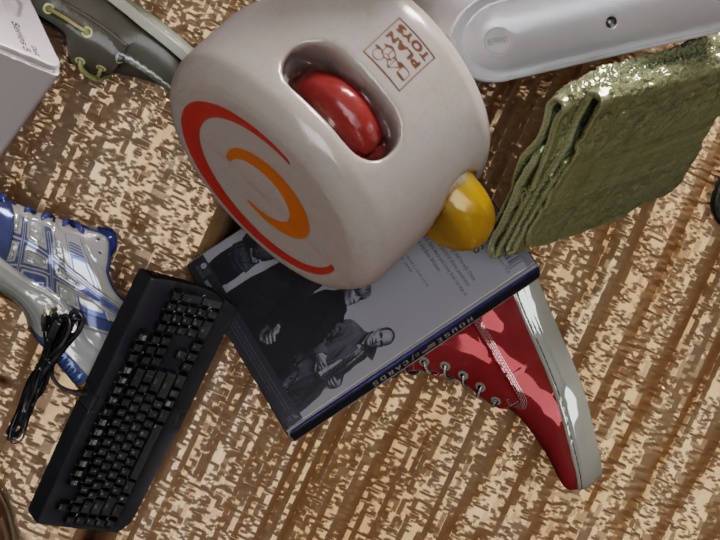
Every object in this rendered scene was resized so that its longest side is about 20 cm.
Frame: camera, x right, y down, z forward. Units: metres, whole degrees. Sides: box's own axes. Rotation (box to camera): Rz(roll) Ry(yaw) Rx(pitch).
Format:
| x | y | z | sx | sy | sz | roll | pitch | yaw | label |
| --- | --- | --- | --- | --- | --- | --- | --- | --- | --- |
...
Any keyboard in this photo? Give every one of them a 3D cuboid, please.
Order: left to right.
| x | y | z | sx | sy | sz | roll | pitch | yaw | label |
| --- | --- | --- | --- | --- | --- | --- | --- | --- | --- |
| -0.172 | 0.088 | 1.104 | 0.126 | 0.021 | 0.201 | 16 | 111 | -30 | keyboard |

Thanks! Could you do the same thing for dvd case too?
| x | y | z | sx | sy | sz | roll | pitch | yaw | label |
| --- | --- | --- | --- | --- | --- | --- | --- | --- | --- |
| 0.000 | 0.000 | 1.123 | 0.199 | 0.025 | 0.151 | -33 | 63 | -2 | dvd case |

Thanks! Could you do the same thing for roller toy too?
| x | y | z | sx | sy | sz | roll | pitch | yaw | label |
| --- | --- | --- | --- | --- | --- | --- | --- | --- | --- |
| -0.014 | -0.095 | 1.046 | 0.140 | 0.199 | 0.183 | -44 | 138 | -21 | roller toy |

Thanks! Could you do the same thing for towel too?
| x | y | z | sx | sy | sz | roll | pitch | yaw | label |
| --- | --- | --- | --- | --- | --- | --- | --- | --- | --- |
| 0.170 | -0.086 | 1.079 | 0.199 | 0.149 | 0.037 | -21 | 59 | -39 | towel |

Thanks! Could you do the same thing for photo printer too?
| x | y | z | sx | sy | sz | roll | pitch | yaw | label |
| --- | --- | --- | --- | --- | --- | --- | --- | --- | --- |
| 0.127 | -0.185 | 1.089 | 0.198 | 0.167 | 0.070 | -13 | 114 | -3 | photo printer |

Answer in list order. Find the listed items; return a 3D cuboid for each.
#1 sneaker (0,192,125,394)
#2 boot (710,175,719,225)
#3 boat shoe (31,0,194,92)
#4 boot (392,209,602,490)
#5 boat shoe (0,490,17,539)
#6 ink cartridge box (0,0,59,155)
| x | y | z | sx | sy | sz | roll | pitch | yaw | label |
| --- | --- | --- | --- | --- | --- | --- | --- | --- | --- |
| -0.214 | -0.012 | 1.125 | 0.088 | 0.075 | 0.200 | -42 | 105 | -9 | sneaker |
| 0.350 | -0.031 | 1.132 | 0.198 | 0.131 | 0.068 | 17 | 92 | -5 | boot |
| -0.180 | -0.164 | 1.112 | 0.201 | 0.072 | 0.060 | 36 | 91 | 0 | boat shoe |
| 0.075 | 0.077 | 1.150 | 0.143 | 0.072 | 0.201 | -24 | 87 | -2 | boot |
| -0.267 | 0.205 | 1.126 | 0.075 | 0.072 | 0.201 | -24 | 92 | -3 | boat shoe |
| -0.290 | -0.102 | 1.035 | 0.084 | 0.146 | 0.200 | 21 | 116 | -43 | ink cartridge box |
